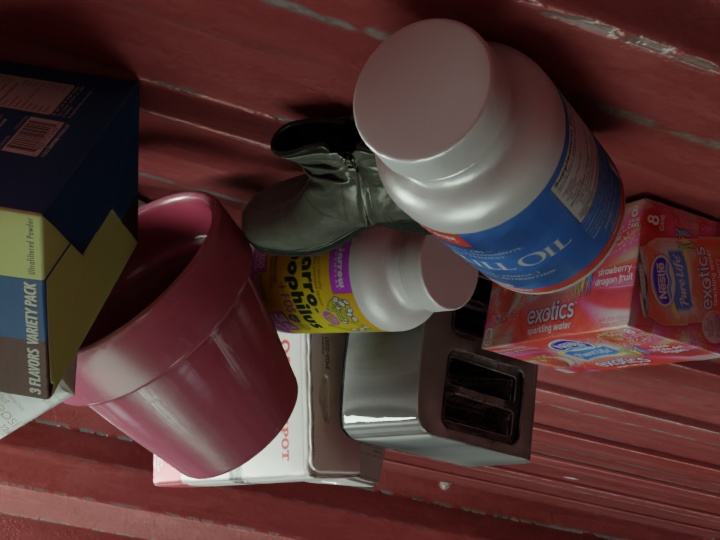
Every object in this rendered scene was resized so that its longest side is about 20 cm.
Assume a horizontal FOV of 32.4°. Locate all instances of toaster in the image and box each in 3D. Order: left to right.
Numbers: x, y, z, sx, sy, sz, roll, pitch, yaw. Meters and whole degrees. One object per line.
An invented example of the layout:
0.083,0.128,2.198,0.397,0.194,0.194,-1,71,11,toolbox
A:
0.075,0.077,1.145,0.199,0.182,0.118,20,160,-37,toaster

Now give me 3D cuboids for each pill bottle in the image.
0.000,0.000,1.042,0.199,0.105,0.104,-5,160,44,pill bottle
0.076,-0.065,0.723,0.112,0.113,0.200,2,164,30,pill bottle

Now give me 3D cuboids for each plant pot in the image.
-0.149,0.065,1.017,0.199,0.200,0.179,-4,130,45,plant pot

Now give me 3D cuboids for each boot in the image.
-0.028,-0.071,0.894,0.199,0.068,0.131,-7,154,30,boot

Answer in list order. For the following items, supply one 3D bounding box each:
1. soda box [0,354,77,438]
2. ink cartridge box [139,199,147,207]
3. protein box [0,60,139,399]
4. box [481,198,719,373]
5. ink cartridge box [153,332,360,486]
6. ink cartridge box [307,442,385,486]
-0.253,0.034,0.921,0.068,0.200,0.064,-30,119,6,soda box
-0.239,-0.011,1.205,0.145,0.085,0.200,2,165,29,ink cartridge box
-0.268,-0.041,0.811,0.199,0.199,0.136,9,122,3,protein box
0.193,0.018,0.986,0.094,0.103,0.200,17,166,-24,box
-0.102,0.133,1.203,0.199,0.147,0.085,-9,167,35,ink cartridge box
-0.032,0.135,1.393,0.084,0.201,0.145,19,163,-32,ink cartridge box
